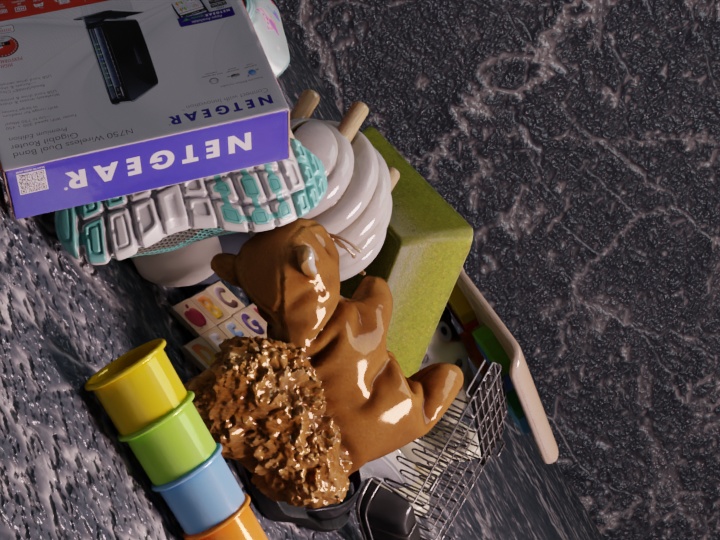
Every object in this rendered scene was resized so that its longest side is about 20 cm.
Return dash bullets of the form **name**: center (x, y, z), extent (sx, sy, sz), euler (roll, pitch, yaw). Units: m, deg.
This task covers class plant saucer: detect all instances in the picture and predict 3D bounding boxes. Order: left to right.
- **plant saucer**: center (0.000, 0.000, 1.371), extent (0.048, 0.201, 0.200), euler (4, 29, -34)

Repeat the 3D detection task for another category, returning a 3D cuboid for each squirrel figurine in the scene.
- **squirrel figurine**: center (-0.044, 0.065, 1.148), extent (0.200, 0.141, 0.187), euler (-51, 130, -39)

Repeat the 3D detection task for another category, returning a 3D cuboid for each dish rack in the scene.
- **dish rack**: center (0.074, 0.178, 1.418), extent (0.054, 0.200, 0.154), euler (23, -27, 22)

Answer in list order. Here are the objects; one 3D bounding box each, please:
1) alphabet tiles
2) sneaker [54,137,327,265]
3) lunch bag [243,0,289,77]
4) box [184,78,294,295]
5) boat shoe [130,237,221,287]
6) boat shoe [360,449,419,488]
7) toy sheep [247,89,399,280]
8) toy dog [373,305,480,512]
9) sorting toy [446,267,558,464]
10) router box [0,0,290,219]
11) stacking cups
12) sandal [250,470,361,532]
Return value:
- **alphabet tiles**: center (-0.069, 0.089, 1.300), extent (0.200, 0.006, 0.166), euler (44, 22, 6)
- **sneaker**: center (-0.125, -0.052, 1.130), extent (0.091, 0.199, 0.078), euler (155, -76, -79)
- **lunch bag**: center (-0.156, -0.176, 1.309), extent (0.077, 0.199, 0.161), euler (53, 12, -29)
- **box**: center (-0.123, -0.093, 1.403), extent (0.107, 0.148, 0.200), euler (56, 9, -23)
- **boat shoe**: center (-0.180, -0.052, 1.224), extent (0.200, 0.072, 0.069), euler (34, 25, -51)
- **boat shoe**: center (-0.020, 0.159, 1.422), extent (0.201, 0.072, 0.070), euler (44, -1, -42)
- **toy sheep**: center (-0.036, -0.064, 1.241), extent (0.200, 0.137, 0.138), euler (57, 7, -48)
- **toy dog**: center (0.054, 0.117, 1.575), extent (0.194, 0.139, 0.200), euler (43, -33, 26)
- **sorting toy**: center (0.129, 0.078, 1.540), extent (0.200, 0.036, 0.185), euler (62, -1, 42)
- **router box**: center (-0.168, -0.135, 1.095), extent (0.049, 0.199, 0.180), euler (91, -20, -48)
- **stacking cups**: center (-0.108, 0.146, 1.004), extent (0.201, 0.060, 0.061), euler (63, 7, -10)
- **sandal**: center (-0.032, 0.179, 1.283), extent (0.200, 0.048, 0.076), euler (18, 56, -72)
